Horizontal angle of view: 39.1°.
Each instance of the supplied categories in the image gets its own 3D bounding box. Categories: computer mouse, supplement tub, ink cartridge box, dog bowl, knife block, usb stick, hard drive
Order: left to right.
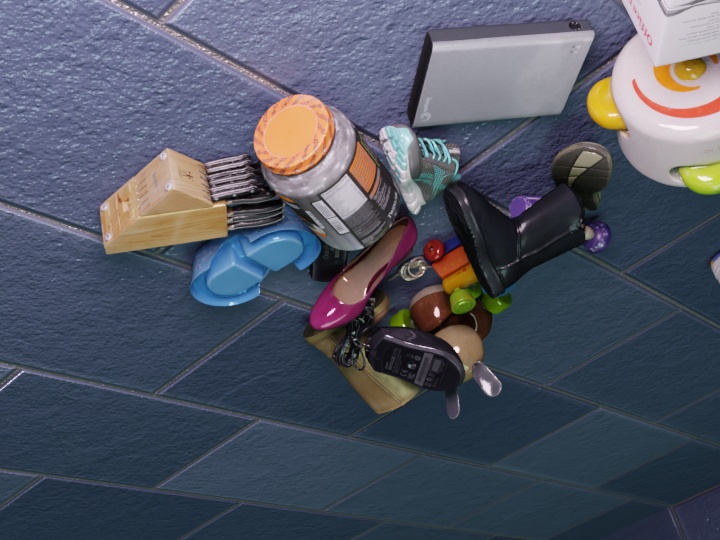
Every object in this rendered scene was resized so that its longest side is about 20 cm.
[{"bbox_3d":[-0.201,-0.074,1.266,0.200,0.064,0.175,-34,144,28],"label":"knife block"},{"bbox_3d":[-0.149,-0.021,1.390,0.199,0.050,0.111,-31,146,22],"label":"dog bowl"},{"bbox_3d":[-0.040,-0.117,1.215,0.122,0.123,0.200,-24,147,13],"label":"supplement tub"},{"bbox_3d":[-0.042,-0.046,1.414,0.055,0.033,0.200,-3,148,-7],"label":"usb stick"},{"bbox_3d":[0.067,0.117,1.538,0.199,0.053,0.139,21,129,0],"label":"computer mouse"},{"bbox_3d":[0.162,-0.234,1.204,0.199,0.033,0.140,-7,148,-13],"label":"hard drive"},{"bbox_3d":[0.322,-0.329,1.013,0.083,0.146,0.200,-13,149,-2],"label":"ink cartridge box"}]

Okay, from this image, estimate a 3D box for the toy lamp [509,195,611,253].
[{"bbox_3d":[0.294,-0.069,1.503,0.199,0.059,0.058,18,136,-42],"label":"toy lamp"}]

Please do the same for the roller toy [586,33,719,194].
[{"bbox_3d":[0.392,-0.207,1.208,0.183,0.200,0.140,-50,149,-10],"label":"roller toy"}]

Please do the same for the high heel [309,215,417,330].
[{"bbox_3d":[0.000,0.000,1.425,0.200,0.067,0.096,-46,162,-16],"label":"high heel"}]

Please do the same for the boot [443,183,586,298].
[{"bbox_3d":[0.213,-0.074,1.369,0.168,0.076,0.201,-33,129,-5],"label":"boot"}]

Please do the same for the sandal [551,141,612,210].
[{"bbox_3d":[0.307,-0.138,1.401,0.079,0.058,0.201,21,169,11],"label":"sandal"}]

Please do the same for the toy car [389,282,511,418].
[{"bbox_3d":[0.162,0.127,1.618,0.157,0.201,0.164,18,136,-42],"label":"toy car"}]

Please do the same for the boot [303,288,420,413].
[{"bbox_3d":[0.030,0.131,1.623,0.175,0.066,0.200,-24,121,36],"label":"boot"}]

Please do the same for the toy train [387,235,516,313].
[{"bbox_3d":[0.136,0.016,1.509,0.199,0.116,0.084,-32,145,25],"label":"toy train"}]

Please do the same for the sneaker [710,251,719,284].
[{"bbox_3d":[0.686,-0.028,1.713,0.075,0.089,0.200,5,142,-27],"label":"sneaker"}]

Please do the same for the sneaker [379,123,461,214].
[{"bbox_3d":[0.081,-0.142,1.275,0.091,0.078,0.200,-26,164,2],"label":"sneaker"}]
